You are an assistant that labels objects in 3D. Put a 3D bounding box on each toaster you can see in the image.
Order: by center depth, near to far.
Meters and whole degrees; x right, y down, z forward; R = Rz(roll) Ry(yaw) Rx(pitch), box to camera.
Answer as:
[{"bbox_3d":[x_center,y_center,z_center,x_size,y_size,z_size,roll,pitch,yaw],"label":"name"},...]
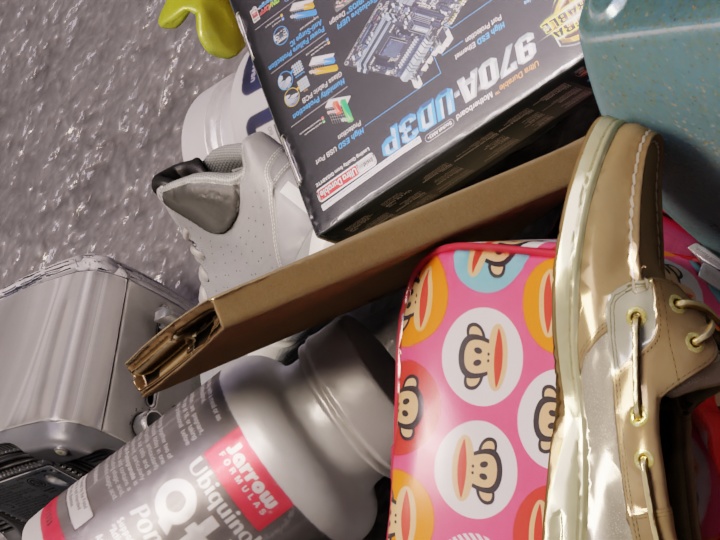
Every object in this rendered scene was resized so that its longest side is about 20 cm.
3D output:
[{"bbox_3d":[-0.167,0.077,1.512,0.199,0.113,0.130,-22,46,46],"label":"toaster"}]

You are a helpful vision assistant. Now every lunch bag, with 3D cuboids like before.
[{"bbox_3d":[0.096,0.086,1.136,0.176,0.082,0.201,4,90,45],"label":"lunch bag"}]

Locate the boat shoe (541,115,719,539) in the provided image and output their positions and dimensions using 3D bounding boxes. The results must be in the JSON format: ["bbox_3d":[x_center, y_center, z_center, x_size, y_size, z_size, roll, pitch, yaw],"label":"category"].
[{"bbox_3d":[0.113,0.040,1.043,0.066,0.074,0.202,1,88,21],"label":"boat shoe"}]

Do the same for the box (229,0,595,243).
[{"bbox_3d":[0.037,-0.128,1.256,0.200,0.046,0.160,-34,65,27],"label":"box"}]

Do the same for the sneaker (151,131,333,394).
[{"bbox_3d":[-0.069,0.000,1.392,0.075,0.115,0.200,-40,-13,-47],"label":"sneaker"}]

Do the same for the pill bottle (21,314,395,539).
[{"bbox_3d":[-0.062,0.113,1.331,0.200,0.111,0.111,-38,39,9],"label":"pill bottle"}]

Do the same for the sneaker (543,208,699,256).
[{"bbox_3d":[0.141,-0.053,1.238,0.200,0.079,0.095,-55,23,9],"label":"sneaker"}]

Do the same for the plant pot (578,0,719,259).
[{"bbox_3d":[0.204,-0.106,1.069,0.195,0.199,0.197,0,67,52],"label":"plant pot"}]

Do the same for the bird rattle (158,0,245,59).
[{"bbox_3d":[-0.015,-0.195,1.501,0.163,0.112,0.201,40,109,39],"label":"bird rattle"}]

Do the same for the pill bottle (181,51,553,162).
[{"bbox_3d":[0.003,-0.088,1.394,0.199,0.115,0.116,-24,49,42],"label":"pill bottle"}]

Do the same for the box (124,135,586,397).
[{"bbox_3d":[0.000,0.000,1.230,0.021,0.199,0.163,66,159,5],"label":"box"}]
